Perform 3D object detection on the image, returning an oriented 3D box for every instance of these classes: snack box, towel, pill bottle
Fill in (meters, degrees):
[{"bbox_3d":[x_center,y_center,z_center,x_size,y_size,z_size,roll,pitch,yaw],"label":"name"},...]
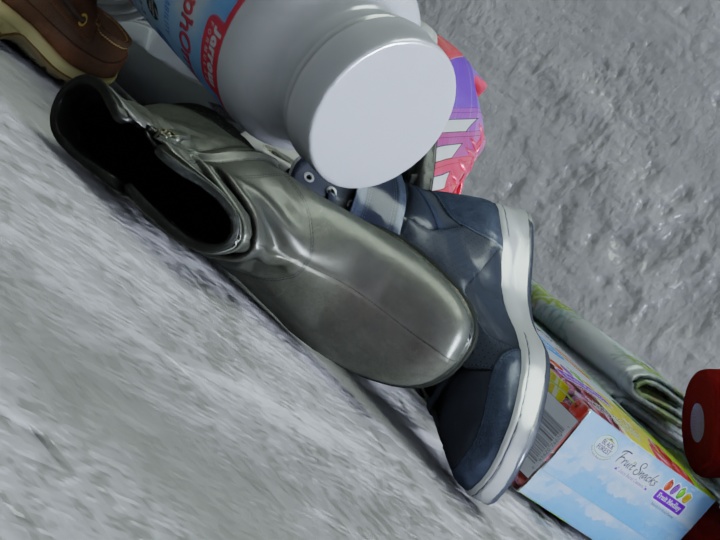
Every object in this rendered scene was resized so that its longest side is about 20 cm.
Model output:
[{"bbox_3d":[0.093,0.071,1.285,0.200,0.068,0.169,45,6,39],"label":"snack box"},{"bbox_3d":[0.173,0.075,1.471,0.171,0.048,0.200,38,1,-35],"label":"towel"},{"bbox_3d":[-0.040,-0.130,1.082,0.109,0.109,0.200,37,9,-50],"label":"pill bottle"}]

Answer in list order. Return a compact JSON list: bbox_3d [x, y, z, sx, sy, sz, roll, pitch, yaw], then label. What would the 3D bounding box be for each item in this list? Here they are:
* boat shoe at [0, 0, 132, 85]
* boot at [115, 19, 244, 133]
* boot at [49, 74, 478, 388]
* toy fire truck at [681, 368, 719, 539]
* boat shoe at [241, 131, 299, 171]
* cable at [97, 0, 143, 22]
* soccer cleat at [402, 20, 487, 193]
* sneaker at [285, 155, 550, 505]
[{"bbox_3d":[-0.161,-0.146,1.119,0.072,0.068,0.200,44,5,21],"label":"boat shoe"},{"bbox_3d":[-0.060,-0.127,1.292,0.199,0.096,0.074,23,-30,34],"label":"boot"},{"bbox_3d":[-0.046,-0.011,0.977,0.200,0.068,0.131,36,8,11],"label":"boot"},{"bbox_3d":[0.259,0.147,1.286,0.111,0.201,0.168,2,20,-13],"label":"toy fire truck"},{"bbox_3d":[0.000,0.000,1.178,0.200,0.072,0.066,53,35,5],"label":"boat shoe"},{"bbox_3d":[-0.181,-0.214,1.206,0.200,0.070,0.200,35,-14,-32],"label":"cable"},{"bbox_3d":[0.043,-0.068,1.283,0.073,0.068,0.201,29,36,-22],"label":"soccer cleat"},{"bbox_3d":[0.013,0.022,1.071,0.145,0.077,0.203,20,34,-16],"label":"sneaker"}]
